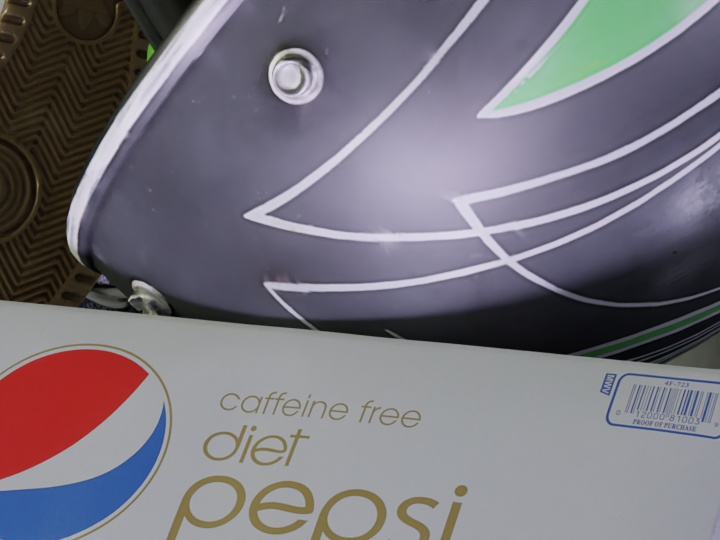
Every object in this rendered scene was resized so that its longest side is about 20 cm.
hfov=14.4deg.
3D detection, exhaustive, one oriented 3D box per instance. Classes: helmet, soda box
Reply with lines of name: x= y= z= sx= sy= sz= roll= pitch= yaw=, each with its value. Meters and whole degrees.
helmet: x=0.027 y=-0.067 z=0.589 sx=0.200 sy=0.199 sz=0.191 roll=-42 pitch=59 yaw=56
soda box: x=-0.019 y=0.054 z=0.542 sx=0.068 sy=0.199 sz=0.064 roll=65 pitch=-142 yaw=-48

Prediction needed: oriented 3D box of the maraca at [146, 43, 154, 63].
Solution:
maraca: x=0.004 y=-0.124 z=0.733 sx=0.200 sy=0.137 sz=0.107 roll=-45 pitch=24 yaw=-26

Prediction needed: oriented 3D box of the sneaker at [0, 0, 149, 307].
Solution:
sneaker: x=-0.110 y=-0.059 z=0.895 sx=0.108 sy=0.070 sz=0.201 roll=-16 pitch=57 yaw=65

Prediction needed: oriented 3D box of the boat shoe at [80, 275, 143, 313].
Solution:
boat shoe: x=-0.101 y=-0.006 z=1.068 sx=0.093 sy=0.074 sz=0.201 roll=-1 pitch=85 yaw=57
